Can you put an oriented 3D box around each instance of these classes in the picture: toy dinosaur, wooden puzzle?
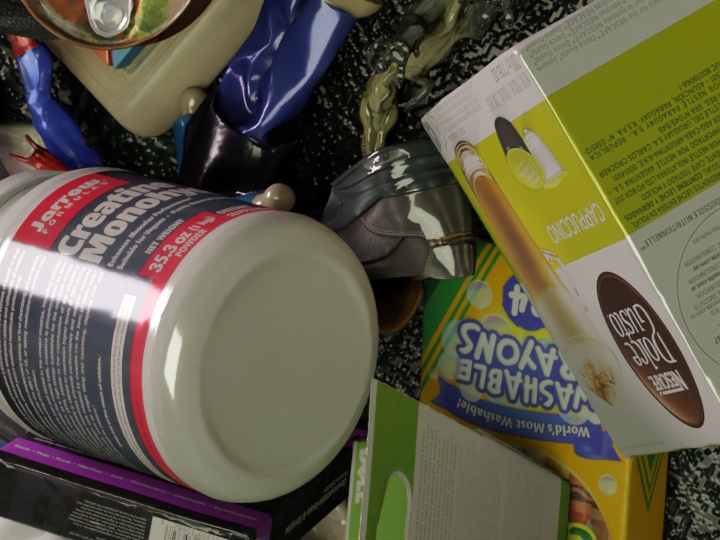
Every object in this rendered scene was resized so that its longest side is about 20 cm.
[{"bbox_3d":[0.048,-0.130,1.511,0.047,0.088,0.200,42,112,-4],"label":"toy dinosaur"},{"bbox_3d":[-0.127,-0.198,1.585,0.200,0.037,0.185,45,111,5],"label":"wooden puzzle"}]

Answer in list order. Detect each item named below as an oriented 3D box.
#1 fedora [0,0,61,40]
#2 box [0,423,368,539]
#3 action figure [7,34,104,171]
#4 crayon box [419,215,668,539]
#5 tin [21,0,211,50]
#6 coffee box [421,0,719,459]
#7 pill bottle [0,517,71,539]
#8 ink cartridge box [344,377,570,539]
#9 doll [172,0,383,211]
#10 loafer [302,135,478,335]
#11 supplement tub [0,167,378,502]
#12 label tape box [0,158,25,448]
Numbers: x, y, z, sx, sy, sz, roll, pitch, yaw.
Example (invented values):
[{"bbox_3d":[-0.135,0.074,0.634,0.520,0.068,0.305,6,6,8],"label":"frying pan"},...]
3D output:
[{"bbox_3d":[-0.146,-0.218,1.524,0.200,0.092,0.201,2,94,21],"label":"fedora"},{"bbox_3d":[-0.088,0.103,1.548,0.143,0.200,0.036,16,108,16],"label":"box"},{"bbox_3d":[-0.157,-0.063,1.601,0.052,0.065,0.200,-35,99,-6],"label":"action figure"},{"bbox_3d":[0.095,0.081,1.540,0.125,0.052,0.201,11,110,30],"label":"crayon box"},{"bbox_3d":[-0.117,-0.207,1.443,0.112,0.042,0.201,0,94,25],"label":"tin"},{"bbox_3d":[0.177,-0.048,1.363,0.200,0.200,0.198,-30,90,-11],"label":"coffee box"},{"bbox_3d":[-0.173,0.162,1.582,0.110,0.200,0.111,-3,97,-24],"label":"pill bottle"},{"bbox_3d":[0.021,0.147,1.425,0.076,0.200,0.148,-5,69,30],"label":"ink cartridge box"},{"bbox_3d":[-0.057,-0.068,1.544,0.200,0.048,0.137,-62,34,20],"label":"doll"},{"bbox_3d":[0.000,0.000,1.518,0.200,0.073,0.072,-43,61,62],"label":"loafer"},{"bbox_3d":[-0.102,0.026,1.462,0.200,0.140,0.141,15,108,44],"label":"supplement tub"},{"bbox_3d":[-0.254,0.007,1.647,0.143,0.066,0.201,-8,65,21],"label":"label tape box"}]
